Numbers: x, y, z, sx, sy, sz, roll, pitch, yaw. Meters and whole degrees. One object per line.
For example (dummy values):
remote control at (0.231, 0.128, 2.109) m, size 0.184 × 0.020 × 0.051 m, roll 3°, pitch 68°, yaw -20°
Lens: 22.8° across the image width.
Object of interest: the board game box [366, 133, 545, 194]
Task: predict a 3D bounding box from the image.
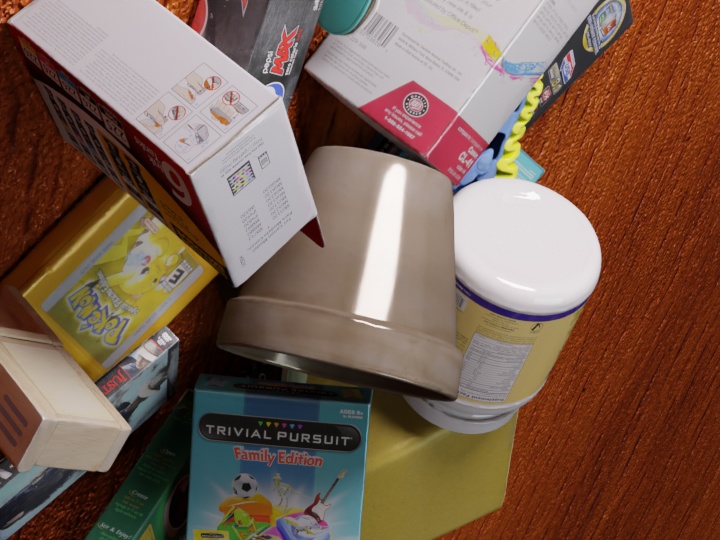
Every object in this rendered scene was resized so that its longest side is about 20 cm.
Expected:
board game box at (0.055, -0.058, 1.628) m, size 0.200 × 0.047 × 0.151 m, roll -52°, pitch 130°, yaw 1°

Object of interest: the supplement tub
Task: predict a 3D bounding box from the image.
supplement tub at (0.113, 0.034, 1.555) m, size 0.145 × 0.145 × 0.201 m, roll -27°, pitch 152°, yaw -36°

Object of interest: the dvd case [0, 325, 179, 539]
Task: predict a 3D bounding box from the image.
dvd case at (-0.230, 0.137, 1.472) m, size 0.200 × 0.022 × 0.146 m, roll -42°, pitch 168°, yaw -20°

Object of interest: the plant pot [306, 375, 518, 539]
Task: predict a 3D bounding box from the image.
plant pot at (0.010, 0.157, 1.717) m, size 0.199 × 0.194 × 0.196 m, roll -28°, pitch 144°, yaw -27°

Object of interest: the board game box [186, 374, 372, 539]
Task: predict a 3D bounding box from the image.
board game box at (-0.072, 0.198, 1.541) m, size 0.047 × 0.150 × 0.201 m, roll -80°, pitch 174°, yaw -76°

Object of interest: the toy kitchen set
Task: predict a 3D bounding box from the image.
toy kitchen set at (-0.305, 0.127, 1.220) m, size 0.163 × 0.180 × 0.201 m, roll 13°, pitch 113°, yaw -49°

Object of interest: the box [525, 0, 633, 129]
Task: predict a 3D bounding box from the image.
box at (0.173, -0.243, 1.639) m, size 0.160 × 0.044 × 0.200 m, roll -44°, pitch 150°, yaw -11°

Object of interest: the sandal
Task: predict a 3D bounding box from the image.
sandal at (0.100, -0.138, 1.535) m, size 0.087 × 0.079 × 0.201 m, roll -3°, pitch 116°, yaw -26°

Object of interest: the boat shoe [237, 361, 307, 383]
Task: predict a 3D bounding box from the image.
boat shoe at (-0.087, 0.115, 1.617) m, size 0.074 × 0.066 × 0.201 m, roll 26°, pitch 68°, yaw -76°

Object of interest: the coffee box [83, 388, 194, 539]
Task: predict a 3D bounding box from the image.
coffee box at (-0.180, 0.218, 1.592) m, size 0.200 × 0.044 × 0.123 m, roll -58°, pitch 157°, yaw -33°

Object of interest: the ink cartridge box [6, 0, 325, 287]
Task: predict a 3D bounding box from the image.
ink cartridge box at (-0.128, -0.090, 1.223) m, size 0.084 × 0.200 × 0.176 m, roll -41°, pitch 148°, yaw -16°

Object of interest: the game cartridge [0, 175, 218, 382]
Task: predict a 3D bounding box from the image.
game cartridge at (-0.205, 0.019, 1.411) m, size 0.200 × 0.032 × 0.176 m, roll -48°, pitch 151°, yaw -8°

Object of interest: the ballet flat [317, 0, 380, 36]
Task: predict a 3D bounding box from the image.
ballet flat at (-0.001, -0.270, 1.356) m, size 0.069 × 0.069 × 0.201 m, roll -33°, pitch 145°, yaw -29°

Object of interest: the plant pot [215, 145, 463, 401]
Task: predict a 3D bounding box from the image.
plant pot at (0.000, 0.000, 1.429) m, size 0.200 × 0.199 × 0.175 m, roll 27°, pitch 74°, yaw -60°

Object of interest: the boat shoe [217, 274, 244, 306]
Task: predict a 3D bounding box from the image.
boat shoe at (-0.079, -0.014, 1.515) m, size 0.065 × 0.072 × 0.201 m, roll -32°, pitch 140°, yaw -28°

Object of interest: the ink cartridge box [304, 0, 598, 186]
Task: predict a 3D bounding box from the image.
ink cartridge box at (0.075, -0.194, 1.451) m, size 0.200 × 0.147 × 0.086 m, roll -51°, pitch 151°, yaw 1°

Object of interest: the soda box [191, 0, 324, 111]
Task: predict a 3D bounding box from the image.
soda box at (-0.082, -0.174, 1.328) m, size 0.063 × 0.071 × 0.201 m, roll -16°, pitch 135°, yaw -48°
